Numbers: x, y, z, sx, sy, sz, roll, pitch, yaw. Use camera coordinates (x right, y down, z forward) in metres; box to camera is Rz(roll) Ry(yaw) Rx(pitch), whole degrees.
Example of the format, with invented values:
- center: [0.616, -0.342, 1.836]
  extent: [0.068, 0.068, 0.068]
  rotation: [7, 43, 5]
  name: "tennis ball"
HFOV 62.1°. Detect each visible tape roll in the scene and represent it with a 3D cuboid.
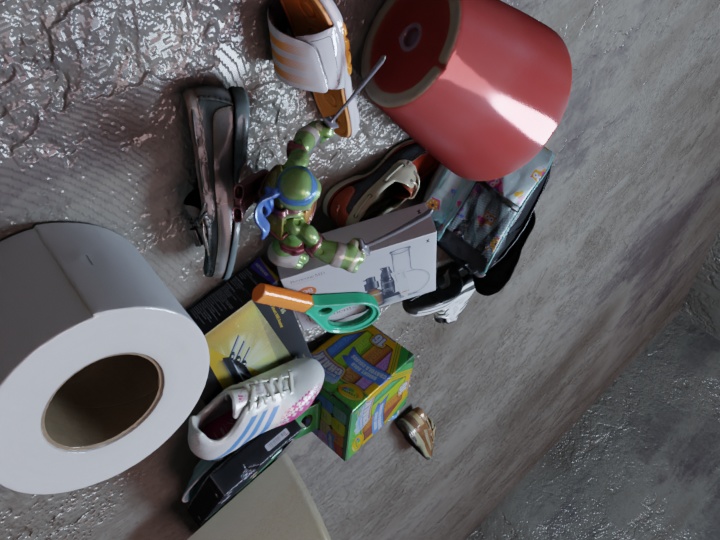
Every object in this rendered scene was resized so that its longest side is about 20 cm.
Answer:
- center: [-0.259, 0.078, 0.552]
  extent: [0.201, 0.139, 0.205]
  rotation: [-30, 141, -28]
  name: "tape roll"

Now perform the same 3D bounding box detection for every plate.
- center: [-0.184, 0.259, 0.878]
  extent: [0.199, 0.026, 0.201]
  rotation: [-41, 167, -12]
  name: "plate"

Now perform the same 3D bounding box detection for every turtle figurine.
- center: [-0.033, -0.071, 0.612]
  extent: [0.200, 0.145, 0.194]
  rotation: [-42, -173, -19]
  name: "turtle figurine"

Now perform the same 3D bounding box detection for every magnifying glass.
- center: [-0.052, 0.046, 0.755]
  extent: [0.079, 0.023, 0.198]
  rotation: [-36, 144, 30]
  name: "magnifying glass"

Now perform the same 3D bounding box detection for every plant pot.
- center: [0.108, -0.223, 0.676]
  extent: [0.175, 0.200, 0.203]
  rotation: [15, 111, -42]
  name: "plant pot"
- center: [-0.140, 0.440, 0.957]
  extent: [0.199, 0.178, 0.201]
  rotation: [-38, 166, -18]
  name: "plant pot"

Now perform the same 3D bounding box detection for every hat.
- center: [0.209, -0.060, 1.005]
  extent: [0.080, 0.201, 0.203]
  rotation: [21, 112, -10]
  name: "hat"

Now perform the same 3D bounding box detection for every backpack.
- center: [0.178, -0.113, 0.859]
  extent: [0.201, 0.153, 0.176]
  rotation: [-49, 177, 5]
  name: "backpack"

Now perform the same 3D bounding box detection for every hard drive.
- center: [-0.168, 0.283, 0.848]
  extent: [0.139, 0.038, 0.201]
  rotation: [-34, 166, -37]
  name: "hard drive"

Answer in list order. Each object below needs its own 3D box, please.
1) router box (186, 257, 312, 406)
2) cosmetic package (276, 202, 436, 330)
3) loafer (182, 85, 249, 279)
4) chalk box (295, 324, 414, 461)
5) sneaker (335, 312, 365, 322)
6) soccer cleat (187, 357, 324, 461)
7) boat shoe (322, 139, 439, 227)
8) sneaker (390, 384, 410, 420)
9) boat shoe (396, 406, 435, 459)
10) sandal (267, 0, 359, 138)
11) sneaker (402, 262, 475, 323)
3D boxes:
- center: [-0.154, 0.103, 0.780]
  extent: [0.156, 0.052, 0.202]
  rotation: [-38, 145, -18]
  name: "router box"
- center: [0.000, 0.000, 0.779]
  extent: [0.196, 0.052, 0.152]
  rotation: [-17, 148, -2]
  name: "cosmetic package"
- center: [-0.154, -0.085, 0.603]
  extent: [0.062, 0.072, 0.204]
  rotation: [-1, 118, -25]
  name: "loafer"
- center: [-0.026, 0.192, 0.931]
  extent: [0.199, 0.123, 0.127]
  rotation: [-36, 146, -37]
  name: "chalk box"
- center: [0.027, 0.010, 0.904]
  extent: [0.198, 0.074, 0.080]
  rotation: [-35, 154, -13]
  name: "sneaker"
- center: [-0.127, 0.166, 0.758]
  extent: [0.198, 0.070, 0.087]
  rotation: [-32, 148, -25]
  name: "soccer cleat"
- center: [0.042, -0.112, 0.802]
  extent: [0.198, 0.062, 0.072]
  rotation: [-33, 141, -28]
  name: "boat shoe"
- center: [0.019, 0.262, 1.108]
  extent: [0.074, 0.090, 0.203]
  rotation: [-2, 123, -49]
  name: "sneaker"
- center: [0.144, 0.375, 1.384]
  extent: [0.074, 0.075, 0.201]
  rotation: [-45, 147, -13]
  name: "boat shoe"
- center: [-0.048, -0.195, 0.596]
  extent: [0.059, 0.079, 0.208]
  rotation: [-47, 149, -17]
  name: "sandal"
- center: [0.145, 0.065, 1.083]
  extent: [0.199, 0.075, 0.117]
  rotation: [-24, 137, -39]
  name: "sneaker"
